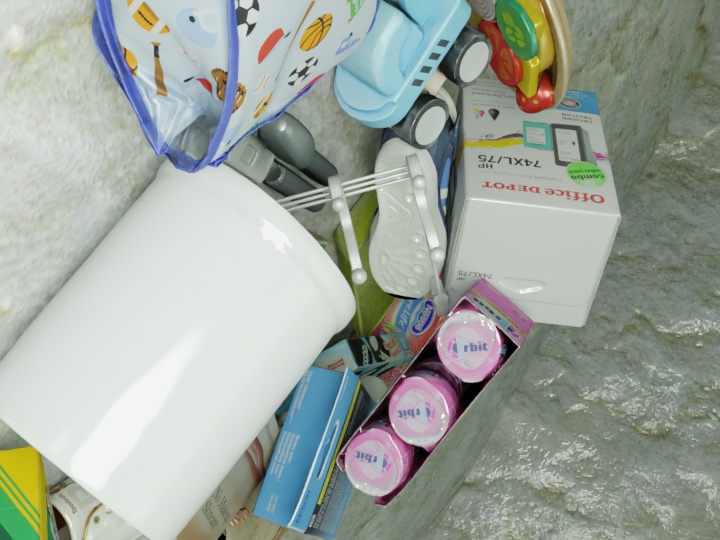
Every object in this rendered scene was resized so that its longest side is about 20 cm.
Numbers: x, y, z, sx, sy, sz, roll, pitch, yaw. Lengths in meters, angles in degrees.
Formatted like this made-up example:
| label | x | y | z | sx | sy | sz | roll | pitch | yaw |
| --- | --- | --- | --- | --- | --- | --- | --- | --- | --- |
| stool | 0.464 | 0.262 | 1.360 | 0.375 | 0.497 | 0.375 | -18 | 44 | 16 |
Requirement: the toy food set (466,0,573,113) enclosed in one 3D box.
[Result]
| label | x | y | z | sx | sy | sz | roll | pitch | yaw |
| --- | --- | --- | --- | --- | --- | --- | --- | --- | --- |
| toy food set | 0.115 | -0.228 | 0.811 | 0.048 | 0.202 | 0.199 | -29 | 156 | -6 |

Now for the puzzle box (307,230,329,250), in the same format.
| label | x | y | z | sx | sy | sz | roll | pitch | yaw |
| --- | --- | --- | --- | --- | --- | --- | --- | --- | --- |
| puzzle box | -0.102 | 0.024 | 0.851 | 0.135 | 0.025 | 0.199 | -65 | 161 | 8 |

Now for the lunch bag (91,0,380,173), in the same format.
| label | x | y | z | sx | sy | sz | roll | pitch | yaw |
| --- | --- | --- | --- | --- | --- | --- | --- | --- | --- |
| lunch bag | -0.064 | -0.176 | 0.529 | 0.170 | 0.122 | 0.202 | -46 | 149 | -37 |

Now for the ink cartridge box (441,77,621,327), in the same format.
| label | x | y | z | sx | sy | sz | roll | pitch | yaw |
| --- | --- | --- | --- | --- | --- | --- | --- | --- | --- |
| ink cartridge box | 0.161 | -0.070 | 0.938 | 0.202 | 0.144 | 0.148 | -85 | -178 | -47 |

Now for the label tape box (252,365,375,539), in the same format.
| label | x | y | z | sx | sy | sz | roll | pitch | yaw |
| --- | --- | --- | --- | --- | --- | --- | --- | --- | --- |
| label tape box | -0.044 | 0.170 | 0.880 | 0.200 | 0.065 | 0.146 | 63 | 45 | -69 |

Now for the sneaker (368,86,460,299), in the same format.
| label | x | y | z | sx | sy | sz | roll | pitch | yaw |
| --- | --- | --- | --- | --- | --- | --- | --- | --- | --- |
| sneaker | 0.060 | -0.087 | 0.929 | 0.202 | 0.079 | 0.148 | 86 | 19 | -45 |

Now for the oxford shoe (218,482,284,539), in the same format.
| label | x | y | z | sx | sy | sz | roll | pitch | yaw |
| --- | --- | --- | --- | --- | --- | --- | --- | --- | --- |
| oxford shoe | -0.140 | 0.294 | 1.066 | 0.200 | 0.070 | 0.076 | -47 | 151 | -37 |

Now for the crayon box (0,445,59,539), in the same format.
| label | x | y | z | sx | sy | sz | roll | pitch | yaw |
| --- | --- | --- | --- | --- | --- | --- | --- | --- | --- |
| crayon box | -0.217 | 0.247 | 0.602 | 0.057 | 0.173 | 0.203 | -8 | 125 | -15 |

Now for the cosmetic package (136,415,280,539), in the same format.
| label | x | y | z | sx | sy | sz | roll | pitch | yaw |
| --- | --- | --- | --- | --- | --- | --- | --- | --- | --- |
| cosmetic package | -0.164 | 0.201 | 0.847 | 0.201 | 0.086 | 0.104 | -52 | 158 | -23 |

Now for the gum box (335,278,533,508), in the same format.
| label | x | y | z | sx | sy | sz | roll | pitch | yaw |
| --- | --- | --- | --- | --- | --- | --- | --- | --- | --- |
| gum box | 0.065 | 0.111 | 0.845 | 0.201 | 0.066 | 0.113 | -53 | 172 | 16 |

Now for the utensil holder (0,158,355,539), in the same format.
| label | x | y | z | sx | sy | sz | roll | pitch | yaw |
| --- | --- | --- | --- | --- | --- | --- | --- | --- | --- |
| utensil holder | -0.124 | 0.053 | 0.623 | 0.201 | 0.168 | 0.171 | -53 | 159 | -18 |

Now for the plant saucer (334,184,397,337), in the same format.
| label | x | y | z | sx | sy | sz | roll | pitch | yaw |
| --- | --- | --- | --- | --- | --- | --- | --- | --- | --- |
| plant saucer | 0.033 | -0.045 | 1.062 | 0.201 | 0.047 | 0.201 | -53 | 159 | -23 |

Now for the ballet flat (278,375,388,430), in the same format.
| label | x | y | z | sx | sy | sz | roll | pitch | yaw |
| --- | --- | --- | --- | --- | --- | --- | --- | --- | --- |
| ballet flat | -0.046 | 0.174 | 1.040 | 0.199 | 0.070 | 0.069 | -34 | -178 | 42 |

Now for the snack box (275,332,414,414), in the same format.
| label | x | y | z | sx | sy | sz | roll | pitch | yaw |
| --- | --- | --- | --- | --- | --- | --- | --- | --- | --- |
| snack box | -0.021 | 0.116 | 1.082 | 0.115 | 0.038 | 0.199 | -30 | 169 | 18 |

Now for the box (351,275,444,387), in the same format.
| label | x | y | z | sx | sy | sz | roll | pitch | yaw |
| --- | --- | --- | --- | --- | --- | --- | --- | --- | --- |
| box | 0.073 | 0.051 | 1.225 | 0.202 | 0.094 | 0.102 | -61 | 161 | 1 |

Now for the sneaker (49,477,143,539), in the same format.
| label | x | y | z | sx | sy | sz | roll | pitch | yaw |
| --- | --- | --- | --- | --- | --- | --- | --- | --- | --- |
| sneaker | -0.201 | 0.183 | 0.748 | 0.201 | 0.072 | 0.085 | -50 | 161 | -25 |

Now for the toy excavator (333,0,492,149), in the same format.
| label | x | y | z | sx | sy | sz | roll | pitch | yaw |
| --- | --- | --- | --- | --- | --- | --- | --- | --- | --- |
| toy excavator | 0.026 | -0.220 | 0.749 | 0.196 | 0.100 | 0.199 | -56 | 146 | 8 |

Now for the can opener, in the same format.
| label | x | y | z | sx | sy | sz | roll | pitch | yaw |
| --- | --- | --- | --- | --- | --- | --- | --- | --- | --- |
| can opener | -0.057 | -0.085 | 0.765 | 0.053 | 0.066 | 0.200 | -61 | 165 | -1 |

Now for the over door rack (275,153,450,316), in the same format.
| label | x | y | z | sx | sy | sz | roll | pitch | yaw |
| --- | --- | --- | --- | --- | --- | --- | --- | --- | --- |
| over door rack | 0.000 | 0.000 | 0.804 | 0.201 | 0.145 | 0.067 | 73 | 5 | -51 |
